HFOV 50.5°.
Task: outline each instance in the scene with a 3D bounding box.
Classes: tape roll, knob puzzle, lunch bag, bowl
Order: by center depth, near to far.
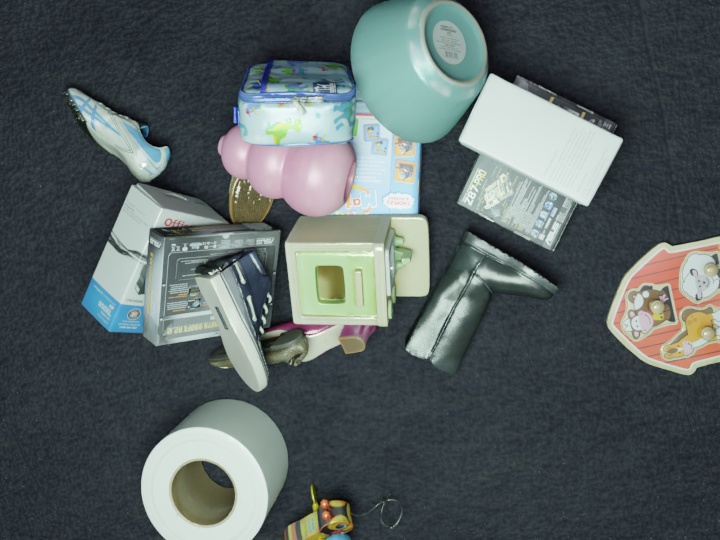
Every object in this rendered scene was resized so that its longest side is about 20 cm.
[{"bbox_3d":[-0.085,-0.227,1.019,0.157,0.201,0.084,-1,116,-1],"label":"lunch bag"},{"bbox_3d":[0.096,-0.285,1.024,0.198,0.104,0.205,7,78,-34],"label":"bowl"},{"bbox_3d":[0.461,0.058,1.114,0.215,0.030,0.224,1,99,8],"label":"knob puzzle"},{"bbox_3d":[-0.223,0.320,1.195,0.198,0.139,0.207,1,98,8],"label":"tape roll"}]

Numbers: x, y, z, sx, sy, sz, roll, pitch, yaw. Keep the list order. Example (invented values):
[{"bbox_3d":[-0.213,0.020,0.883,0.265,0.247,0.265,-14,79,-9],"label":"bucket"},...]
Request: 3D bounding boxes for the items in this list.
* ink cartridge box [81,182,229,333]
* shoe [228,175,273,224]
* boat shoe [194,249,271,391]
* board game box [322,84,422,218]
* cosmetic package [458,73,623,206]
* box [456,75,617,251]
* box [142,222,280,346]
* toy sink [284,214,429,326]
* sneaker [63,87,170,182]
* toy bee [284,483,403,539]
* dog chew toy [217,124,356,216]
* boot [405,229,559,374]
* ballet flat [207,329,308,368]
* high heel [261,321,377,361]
[{"bbox_3d":[-0.306,-0.013,1.146,0.084,0.144,0.203,33,103,31],"label":"ink cartridge box"},{"bbox_3d":[-0.158,-0.162,1.165,0.069,0.053,0.204,11,104,-17],"label":"shoe"},{"bbox_3d":[-0.155,0.066,1.092,0.074,0.092,0.203,6,122,51],"label":"boat shoe"},{"bbox_3d":[0.018,-0.173,1.140,0.148,0.037,0.204,3,98,8],"label":"board game box"},{"bbox_3d":[0.243,-0.177,1.042,0.198,0.074,0.103,29,100,6],"label":"cosmetic package"},{"bbox_3d":[0.251,-0.153,1.104,0.159,0.049,0.203,25,101,2],"label":"box"},{"bbox_3d":[-0.216,0.015,1.121,0.048,0.198,0.161,26,115,44],"label":"box"},{"bbox_3d":[0.000,0.000,1.112,0.196,0.112,0.133,1,116,9],"label":"toy sink"},{"bbox_3d":[-0.377,-0.217,1.183,0.199,0.072,0.073,40,67,7],"label":"sneaker"},{"bbox_3d":[-0.052,0.388,1.196,0.200,0.109,0.131,-43,46,4],"label":"toy bee"},{"bbox_3d":[-0.107,-0.153,1.082,0.196,0.125,0.127,17,100,6],"label":"dog chew toy"},{"bbox_3d":[0.177,0.068,1.136,0.163,0.066,0.202,30,98,12],"label":"boot"},{"bbox_3d":[-0.156,0.130,1.171,0.197,0.067,0.047,-13,113,33],"label":"ballet flat"},{"bbox_3d":[-0.063,0.084,1.193,0.197,0.097,0.068,-10,124,30],"label":"high heel"}]
